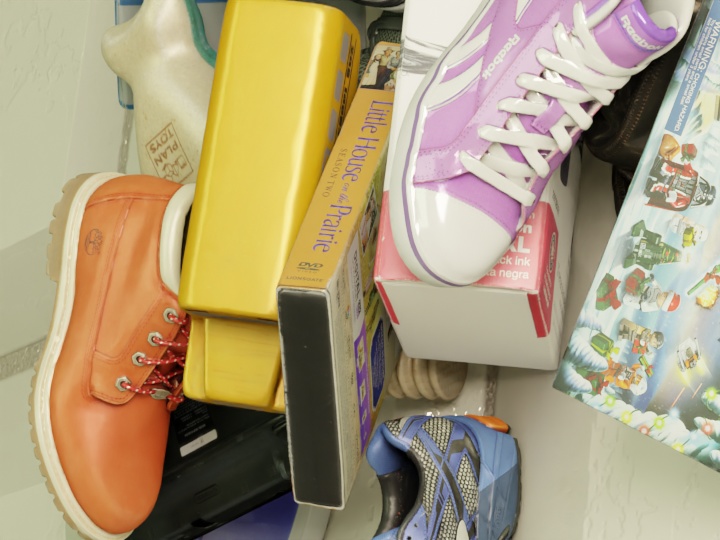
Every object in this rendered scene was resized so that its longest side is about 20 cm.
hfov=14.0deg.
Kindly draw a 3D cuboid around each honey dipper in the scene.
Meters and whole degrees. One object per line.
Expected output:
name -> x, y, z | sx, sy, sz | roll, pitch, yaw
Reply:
honey dipper -> -0.036, 0.051, 1.603 | 0.200, 0.038, 0.038 | -1, 73, 31

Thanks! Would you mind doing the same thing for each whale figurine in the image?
whale figurine -> -0.064, -0.064, 1.613 | 0.159, 0.104, 0.200 | -40, 76, 46

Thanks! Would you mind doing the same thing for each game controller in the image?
game controller -> -0.083, 0.084, 1.591 | 0.200, 0.042, 0.105 | -29, 63, 45

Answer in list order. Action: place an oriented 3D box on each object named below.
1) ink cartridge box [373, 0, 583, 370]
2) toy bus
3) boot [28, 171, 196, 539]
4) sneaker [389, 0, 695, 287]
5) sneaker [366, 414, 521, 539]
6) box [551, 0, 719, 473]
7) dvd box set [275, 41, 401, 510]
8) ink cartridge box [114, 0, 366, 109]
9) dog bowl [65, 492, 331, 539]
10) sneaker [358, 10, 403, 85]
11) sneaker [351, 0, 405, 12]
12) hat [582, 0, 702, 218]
ink cartridge box -> 0.065, -0.067, 1.459 | 0.145, 0.084, 0.200 | 67, -151, -72
toy bus -> -0.047, -0.031, 1.476 | 0.078, 0.065, 0.200 | 41, -123, -78
boot -> -0.115, 0.046, 1.549 | 0.107, 0.075, 0.200 | 0, 87, 42
sneaker -> 0.085, -0.085, 1.316 | 0.114, 0.073, 0.201 | 6, 71, 63
sneaker -> 0.033, 0.162, 1.473 | 0.075, 0.078, 0.200 | -40, 43, 47
box -> 0.179, -0.012, 1.288 | 0.137, 0.040, 0.200 | 26, 100, 35
dvd box set -> 0.000, 0.000, 1.484 | 0.200, 0.029, 0.147 | -69, -18, -46
ink cartridge box -> -0.074, -0.189, 1.735 | 0.200, 0.144, 0.085 | -96, 5, -50
dog bowl -> -0.095, 0.120, 1.725 | 0.200, 0.079, 0.200 | -37, 45, 49
sneaker -> 0.033, -0.148, 1.634 | 0.114, 0.076, 0.200 | -30, 56, 44
sneaker -> -0.050, -0.198, 1.586 | 0.200, 0.115, 0.075 | 35, 115, 44
hat -> 0.154, -0.098, 1.388 | 0.201, 0.081, 0.201 | -37, 44, 47
